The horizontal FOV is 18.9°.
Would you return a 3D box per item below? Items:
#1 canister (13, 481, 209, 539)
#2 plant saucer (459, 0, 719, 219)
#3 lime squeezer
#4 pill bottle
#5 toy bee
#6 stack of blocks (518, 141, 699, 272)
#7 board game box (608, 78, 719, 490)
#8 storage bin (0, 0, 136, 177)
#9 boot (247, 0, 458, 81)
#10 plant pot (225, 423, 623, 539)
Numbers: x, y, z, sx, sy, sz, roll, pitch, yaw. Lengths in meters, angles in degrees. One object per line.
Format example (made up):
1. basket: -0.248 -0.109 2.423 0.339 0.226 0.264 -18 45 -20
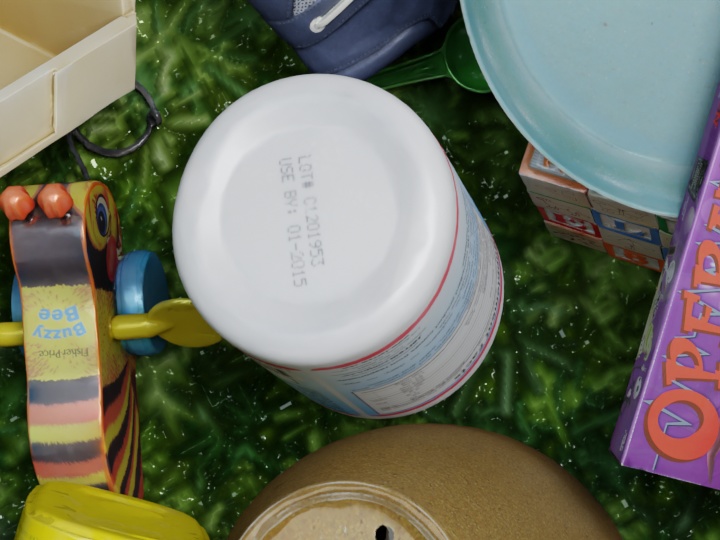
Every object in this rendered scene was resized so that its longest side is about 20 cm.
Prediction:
1. canister: -0.122 0.195 0.869 0.086 0.149 0.202 15 90 -6
2. plant saucer: 0.132 -0.120 0.805 0.198 0.027 0.202 -1 101 -5
3. lime squeezer: 0.057 -0.101 0.939 0.199 0.070 0.038 -10 80 50
4. pill bottle: 0.000 0.000 0.873 0.108 0.200 0.110 -2 78 11
5. toy bee: -0.134 0.006 0.948 0.130 0.109 0.201 -25 75 6
6. stack of blocks: 0.173 -0.024 0.887 0.198 0.115 0.059 18 82 14
7. board game box: 0.177 -0.010 0.806 0.119 0.032 0.202 14 100 -5
8. storage bin: -0.229 -0.110 0.934 0.197 0.094 0.200 27 42 24
9. boot: 0.033 -0.170 0.929 0.200 0.090 0.073 -41 36 -1
10. plant pot: 0.012 0.141 0.841 0.184 0.200 0.188 -2 78 11
